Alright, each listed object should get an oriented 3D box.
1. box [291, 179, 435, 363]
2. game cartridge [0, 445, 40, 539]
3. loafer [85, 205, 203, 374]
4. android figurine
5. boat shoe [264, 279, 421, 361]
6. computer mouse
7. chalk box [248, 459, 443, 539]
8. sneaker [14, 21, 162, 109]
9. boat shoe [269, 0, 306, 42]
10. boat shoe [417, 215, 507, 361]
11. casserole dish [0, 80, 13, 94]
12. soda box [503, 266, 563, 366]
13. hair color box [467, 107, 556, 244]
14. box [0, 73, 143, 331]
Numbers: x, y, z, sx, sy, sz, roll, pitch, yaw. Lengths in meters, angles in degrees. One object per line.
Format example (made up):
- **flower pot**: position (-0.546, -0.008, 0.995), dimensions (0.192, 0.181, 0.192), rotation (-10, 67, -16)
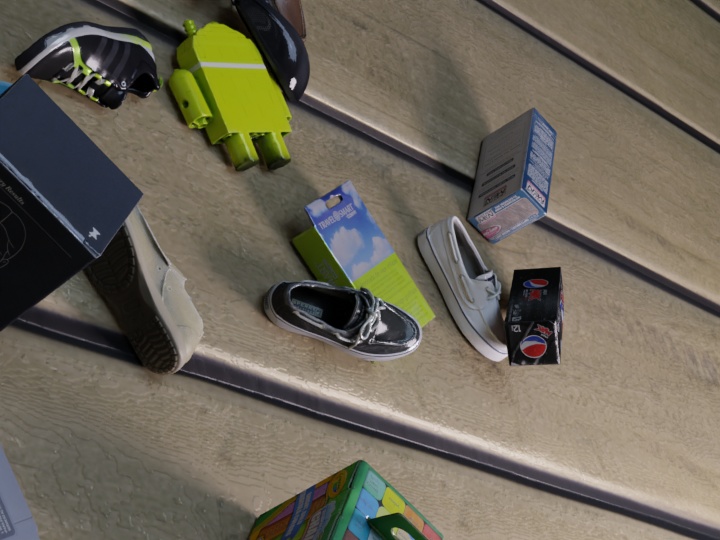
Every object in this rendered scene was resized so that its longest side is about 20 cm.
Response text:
- **box**: position (0.000, 0.000, 1.812), dimensions (0.200, 0.048, 0.122), rotation (57, 34, -2)
- **game cartridge**: position (-0.349, 0.172, 1.237), dimensions (0.133, 0.041, 0.200), rotation (-14, 75, -51)
- **loafer**: position (-0.220, 0.007, 1.508), dimensions (0.068, 0.076, 0.201), rotation (-26, 94, -58)
- **android figurine**: position (-0.154, -0.213, 1.794), dimensions (0.182, 0.041, 0.200), rotation (-11, 73, -55)
- **boat shoe**: position (-0.007, 0.051, 1.700), dimensions (0.199, 0.068, 0.074), rotation (22, 70, -25)
- **computer mouse**: position (-0.113, -0.306, 1.870), dimensions (0.200, 0.053, 0.138), rotation (60, -2, -6)
- **chalk box**: position (-0.010, 0.277, 1.437), dimensions (0.125, 0.200, 0.124), rotation (47, 35, -16)
- **sneaker**: position (-0.278, -0.214, 1.608), dimensions (0.200, 0.072, 0.083), rotation (-16, 78, -56)
- **boat shoe**: position (-0.111, -0.387, 1.959), dimensions (0.075, 0.075, 0.203), rotation (-6, 68, -54)
- **boat shoe**: position (0.149, 0.023, 1.969), dimensions (0.200, 0.065, 0.074), rotation (58, 33, -1)
- **casserole dish**: position (-0.381, -0.148, 1.379), dimensions (0.199, 0.039, 0.121), rotation (10, 25, -15)
- **soda box**: position (0.232, 0.059, 1.987), dimensions (0.200, 0.071, 0.064), rotation (-66, 151, -67)
- **hair color box**: position (0.220, -0.137, 2.161), dimensions (0.061, 0.100, 0.200), rotation (43, 36, -23)
- **box**: position (-0.317, -0.045, 1.304), dimensions (0.148, 0.200, 0.107), rotation (47, 35, -16)
